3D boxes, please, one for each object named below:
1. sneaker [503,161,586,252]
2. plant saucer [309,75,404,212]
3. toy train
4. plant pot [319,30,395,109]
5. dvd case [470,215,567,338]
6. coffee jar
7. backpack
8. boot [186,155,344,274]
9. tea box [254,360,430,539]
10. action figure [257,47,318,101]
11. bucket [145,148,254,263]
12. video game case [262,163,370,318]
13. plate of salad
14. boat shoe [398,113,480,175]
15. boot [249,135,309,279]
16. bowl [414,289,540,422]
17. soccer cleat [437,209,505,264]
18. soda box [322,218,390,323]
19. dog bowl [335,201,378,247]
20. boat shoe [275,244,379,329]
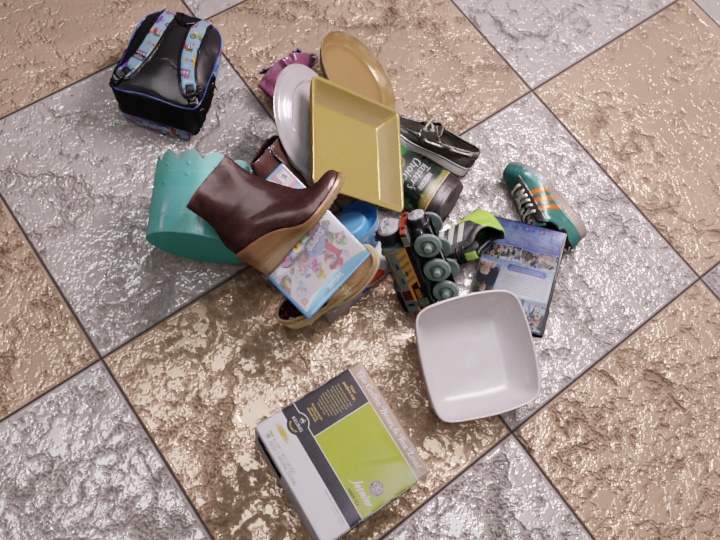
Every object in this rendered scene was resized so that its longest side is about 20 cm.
[{"bbox_3d":[0.331,-0.117,1.425,0.080,0.072,0.200,-37,77,-24],"label":"sneaker"},{"bbox_3d":[-0.016,-0.206,1.303,0.198,0.048,0.203,14,66,-38],"label":"plant saucer"},{"bbox_3d":[0.098,-0.013,1.279,0.112,0.201,0.086,-12,39,17],"label":"toy train"},{"bbox_3d":[-0.009,-0.365,1.459,0.199,0.027,0.202,28,48,-36],"label":"plant pot"},{"bbox_3d":[0.280,0.009,1.363,0.141,0.018,0.202,15,72,13],"label":"dvd case"},{"bbox_3d":[0.087,-0.167,1.406,0.199,0.086,0.105,32,65,6],"label":"coffee jar"},{"bbox_3d":[-0.347,-0.371,1.408,0.180,0.135,0.202,15,66,-1],"label":"backpack"},{"bbox_3d":[-0.139,-0.114,1.131,0.166,0.072,0.200,43,89,-8],"label":"boot"},{"bbox_3d":[-0.032,0.286,1.171,0.195,0.134,0.201,-28,74,-17],"label":"tea box"},{"bbox_3d":[-0.106,-0.311,1.454,0.133,0.149,0.201,-34,89,22],"label":"action figure"},{"bbox_3d":[-0.258,-0.100,1.272,0.204,0.207,0.137,9,77,-4],"label":"bucket"},{"bbox_3d":[-0.102,-0.045,1.189,0.200,0.018,0.143,45,84,-4],"label":"video game case"},{"bbox_3d":[-0.095,-0.256,1.323,0.048,0.200,0.203,-9,61,33],"label":"plate of salad"},{"bbox_3d":[0.134,-0.256,1.442,0.198,0.064,0.071,26,46,-9],"label":"boat shoe"},{"bbox_3d":[-0.145,-0.103,1.240,0.071,0.167,0.201,-8,37,28],"label":"boot"},{"bbox_3d":[0.189,0.142,1.278,0.197,0.075,0.203,-11,84,-11],"label":"bowl"},{"bbox_3d":[0.165,-0.037,1.352,0.199,0.068,0.081,-33,43,-7],"label":"soccer cleat"},{"bbox_3d":[0.000,0.000,1.335,0.199,0.064,0.068,-40,77,-20],"label":"soda box"},{"bbox_3d":[-0.057,-0.052,1.315,0.197,0.050,0.112,-15,37,11],"label":"dog bowl"},{"bbox_3d":[-0.054,0.029,1.237,0.199,0.066,0.074,-39,80,8],"label":"boat shoe"}]
